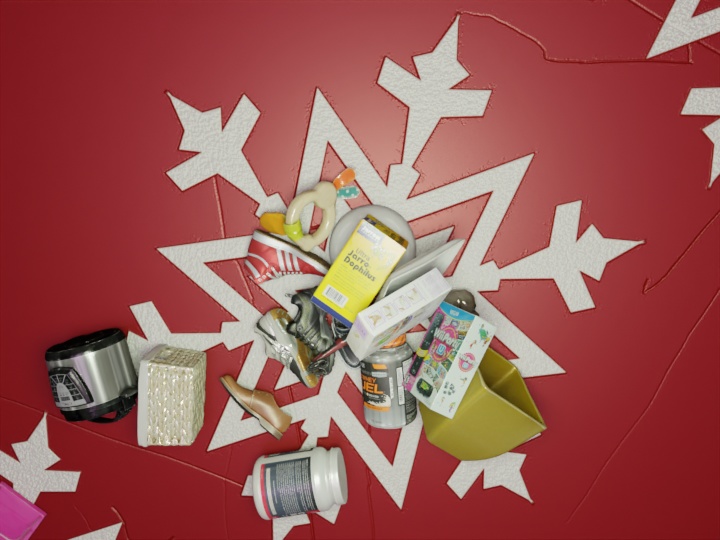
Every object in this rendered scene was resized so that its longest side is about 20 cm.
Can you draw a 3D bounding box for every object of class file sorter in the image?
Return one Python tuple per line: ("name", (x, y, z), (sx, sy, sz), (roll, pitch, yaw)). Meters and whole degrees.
("file sorter", (-0.903, 0.655, 1.406), (0.139, 0.125, 0.201), (38, 99, -3))

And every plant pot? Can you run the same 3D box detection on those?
("plant pot", (0.236, 0.289, 1.249), (0.193, 0.196, 0.200), (34, 112, -23))

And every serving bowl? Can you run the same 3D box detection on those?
("serving bowl", (0.025, -0.043, 1.280), (0.197, 0.066, 0.203), (1, 99, 4))

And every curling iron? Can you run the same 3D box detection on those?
("curling iron", (-0.032, 0.163, 1.263), (0.199, 0.026, 0.050), (-38, 54, -8))

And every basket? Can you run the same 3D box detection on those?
("basket", (-0.425, 0.285, 1.322), (0.122, 0.136, 0.203), (5, 99, -2))

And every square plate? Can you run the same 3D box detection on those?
("square plate", (0.106, 0.019, 1.196), (0.199, 0.199, 0.029), (-28, 71, -26))

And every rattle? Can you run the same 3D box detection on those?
("rattle", (-0.110, -0.150, 1.288), (0.130, 0.142, 0.201), (37, 78, -28))

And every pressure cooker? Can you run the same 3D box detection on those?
("pressure cooker", (-0.592, 0.247, 1.302), (0.177, 0.176, 0.203), (-15, 100, -22))

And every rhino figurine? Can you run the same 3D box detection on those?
("rhino figurine", (0.167, 0.094, 1.298), (0.197, 0.060, 0.089), (-7, 96, 6))

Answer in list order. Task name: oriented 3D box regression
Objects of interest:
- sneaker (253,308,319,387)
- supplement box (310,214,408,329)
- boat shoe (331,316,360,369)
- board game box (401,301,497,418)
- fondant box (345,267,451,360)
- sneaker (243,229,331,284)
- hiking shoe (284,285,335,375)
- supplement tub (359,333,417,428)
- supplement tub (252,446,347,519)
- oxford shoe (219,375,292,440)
("sneaker", (-0.169, 0.186, 1.332), (0.087, 0.076, 0.201), (-29, 94, 22))
("supplement box", (0.000, 0.000, 1.198), (0.109, 0.109, 0.201), (34, 104, 0))
("boat shoe", (-0.030, 0.133, 1.309), (0.071, 0.068, 0.203), (-8, 99, 4))
("board game box", (0.176, 0.177, 1.185), (0.064, 0.147, 0.202), (27, 89, -22))
("fondant box", (0.075, 0.089, 1.172), (0.199, 0.145, 0.058), (-30, 73, -24))
("sneaker", (-0.165, -0.002, 1.292), (0.198, 0.071, 0.114), (25, 96, 6))
("hiking shoe", (-0.115, 0.141, 1.303), (0.099, 0.076, 0.203), (-10, 89, -14))
("supplement tub", (0.061, 0.237, 1.295), (0.121, 0.123, 0.203), (-5, 99, 3))
("supplement tub", (-0.138, 0.487, 1.336), (0.197, 0.140, 0.142), (-10, 99, 5))
("oxford shoe", (-0.245, 0.305, 1.359), (0.200, 0.071, 0.071), (42, 71, -4))
